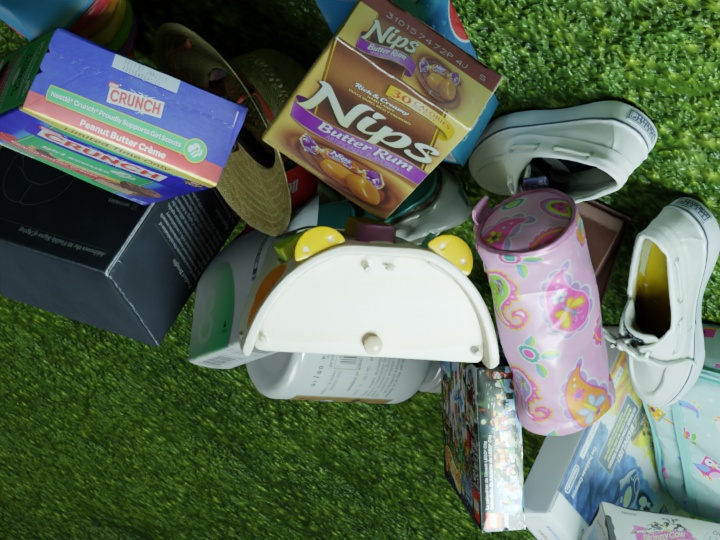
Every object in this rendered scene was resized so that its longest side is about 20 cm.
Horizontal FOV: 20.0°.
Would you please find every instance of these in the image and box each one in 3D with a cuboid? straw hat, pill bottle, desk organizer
[{"bbox_3d":[-0.082,-0.136,1.699,0.201,0.085,0.201,46,154,30],"label":"straw hat"},{"bbox_3d":[0.005,0.063,1.848,0.200,0.115,0.114,5,170,-30],"label":"pill bottle"},{"bbox_3d":[0.163,0.016,1.708,0.072,0.077,0.200,27,155,11],"label":"desk organizer"}]

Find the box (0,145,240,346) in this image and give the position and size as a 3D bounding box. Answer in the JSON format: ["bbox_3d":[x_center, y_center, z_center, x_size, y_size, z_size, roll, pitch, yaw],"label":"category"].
[{"bbox_3d":[-0.232,-0.062,1.880,0.200,0.197,0.124,16,151,32],"label":"box"}]

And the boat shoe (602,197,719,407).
[{"bbox_3d":[0.226,0.041,1.599,0.075,0.086,0.202,39,142,29],"label":"boat shoe"}]

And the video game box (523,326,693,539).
[{"bbox_3d":[0.229,0.182,1.791,0.047,0.200,0.182,0,141,41],"label":"video game box"}]

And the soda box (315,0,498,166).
[{"bbox_3d":[0.033,-0.170,1.524,0.064,0.068,0.200,13,149,34],"label":"soda box"}]

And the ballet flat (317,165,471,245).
[{"bbox_3d":[0.013,-0.032,1.768,0.200,0.070,0.069,-22,125,37],"label":"ballet flat"}]

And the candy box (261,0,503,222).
[{"bbox_3d":[0.011,-0.118,1.499,0.117,0.057,0.200,34,154,-5],"label":"candy box"}]

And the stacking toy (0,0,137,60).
[{"bbox_3d":[-0.231,-0.211,1.739,0.116,0.110,0.200,35,171,30],"label":"stacking toy"}]

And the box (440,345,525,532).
[{"bbox_3d":[0.101,0.130,1.733,0.038,0.137,0.200,-3,-173,-6],"label":"box"}]

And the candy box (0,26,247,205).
[{"bbox_3d":[-0.208,-0.121,1.660,0.169,0.077,0.200,23,168,-20],"label":"candy box"}]

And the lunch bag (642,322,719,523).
[{"bbox_3d":[0.319,0.141,1.725,0.160,0.077,0.200,13,137,31],"label":"lunch bag"}]

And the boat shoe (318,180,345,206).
[{"bbox_3d":[-0.038,-0.028,1.899,0.073,0.063,0.201,29,148,17],"label":"boat shoe"}]

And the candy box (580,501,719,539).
[{"bbox_3d":[0.247,0.300,1.725,0.167,0.072,0.200,11,126,-14],"label":"candy box"}]

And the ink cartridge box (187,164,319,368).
[{"bbox_3d":[-0.090,-0.023,1.782,0.050,0.200,0.161,10,165,-25],"label":"ink cartridge box"}]

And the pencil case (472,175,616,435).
[{"bbox_3d":[0.140,0.031,1.555,0.087,0.087,0.200,14,137,34],"label":"pencil case"}]

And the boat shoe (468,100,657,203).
[{"bbox_3d":[0.140,-0.081,1.567,0.074,0.065,0.200,40,154,-18],"label":"boat shoe"}]

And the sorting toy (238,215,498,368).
[{"bbox_3d":[0.000,0.000,1.628,0.200,0.107,0.180,4,-166,-10],"label":"sorting toy"}]
